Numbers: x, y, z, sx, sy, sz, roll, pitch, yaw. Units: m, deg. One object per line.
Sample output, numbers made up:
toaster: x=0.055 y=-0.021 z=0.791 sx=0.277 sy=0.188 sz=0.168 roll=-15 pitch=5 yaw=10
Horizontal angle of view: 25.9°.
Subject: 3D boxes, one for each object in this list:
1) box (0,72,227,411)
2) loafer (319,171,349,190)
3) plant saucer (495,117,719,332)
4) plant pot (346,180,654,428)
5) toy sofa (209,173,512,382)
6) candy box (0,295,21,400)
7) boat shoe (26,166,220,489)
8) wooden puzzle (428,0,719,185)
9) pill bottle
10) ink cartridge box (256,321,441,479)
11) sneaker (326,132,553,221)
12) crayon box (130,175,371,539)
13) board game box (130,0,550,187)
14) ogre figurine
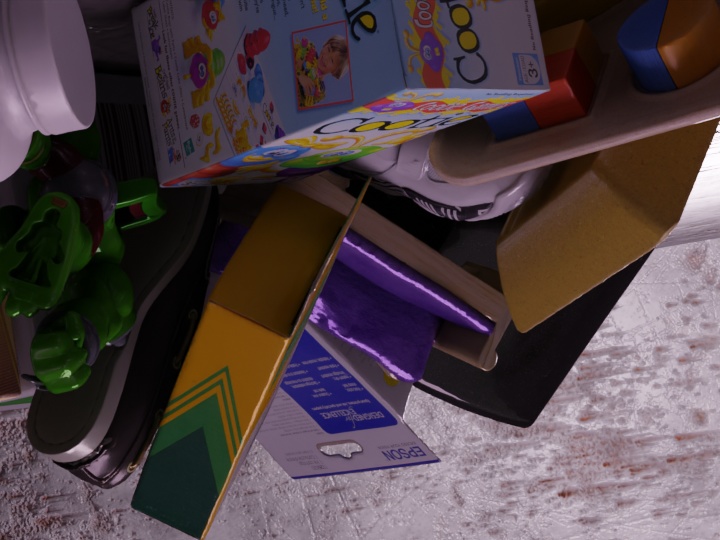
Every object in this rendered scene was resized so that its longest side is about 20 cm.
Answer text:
box: x=-0.200 y=-0.015 z=1.025 sx=0.171 sy=0.200 sz=0.199 roll=-12 pitch=175 yaw=40
loafer: x=-0.038 y=-0.059 z=1.119 sx=0.076 sy=0.067 sz=0.200 roll=-19 pitch=145 yaw=-38
plant saucer: x=0.151 y=-0.080 z=0.930 sx=0.048 sy=0.200 sz=0.200 roll=31 pitch=155 yaw=-7
plant pot: x=0.066 y=-0.019 z=1.202 sx=0.177 sy=0.200 sz=0.200 roll=8 pitch=122 yaw=-42
toy sofa: x=0.000 y=0.000 z=1.004 sx=0.200 sy=0.098 sz=0.083 roll=32 pitch=174 yaw=-25
candy box: x=-0.260 y=-0.020 z=0.868 sx=0.055 sy=0.200 sz=0.115 roll=-13 pitch=173 yaw=37
boat shoe: x=-0.128 y=0.028 z=0.914 sx=0.072 sy=0.201 sz=0.061 roll=5 pitch=152 yaw=35
wooden puzzle: x=0.142 y=-0.133 z=0.835 sx=0.200 sy=0.046 sz=0.185 roll=-10 pitch=-143 yaw=30
pill bottle: x=-0.230 y=-0.085 z=0.723 sx=0.200 sy=0.113 sz=0.112 roll=-10 pitch=174 yaw=4
ink cartridge box: x=-0.054 y=0.071 z=1.162 sx=0.198 sy=0.200 sz=0.047 roll=-15 pitch=-144 yaw=53
sneaker: x=0.016 y=-0.092 z=0.952 sx=0.200 sy=0.075 sz=0.115 roll=17 pitch=169 yaw=42
crayon box: x=-0.064 y=0.041 z=0.896 sx=0.052 sy=0.200 sz=0.126 roll=26 pitch=-144 yaw=0
board game box: x=-0.016 y=-0.116 z=0.814 sx=0.103 sy=0.105 sz=0.200 roll=-5 pitch=174 yaw=-42
ogre figurine: x=-0.159 y=-0.032 z=0.823 sx=0.098 sy=0.200 sz=0.120 roll=-34 pitch=165 yaw=3
